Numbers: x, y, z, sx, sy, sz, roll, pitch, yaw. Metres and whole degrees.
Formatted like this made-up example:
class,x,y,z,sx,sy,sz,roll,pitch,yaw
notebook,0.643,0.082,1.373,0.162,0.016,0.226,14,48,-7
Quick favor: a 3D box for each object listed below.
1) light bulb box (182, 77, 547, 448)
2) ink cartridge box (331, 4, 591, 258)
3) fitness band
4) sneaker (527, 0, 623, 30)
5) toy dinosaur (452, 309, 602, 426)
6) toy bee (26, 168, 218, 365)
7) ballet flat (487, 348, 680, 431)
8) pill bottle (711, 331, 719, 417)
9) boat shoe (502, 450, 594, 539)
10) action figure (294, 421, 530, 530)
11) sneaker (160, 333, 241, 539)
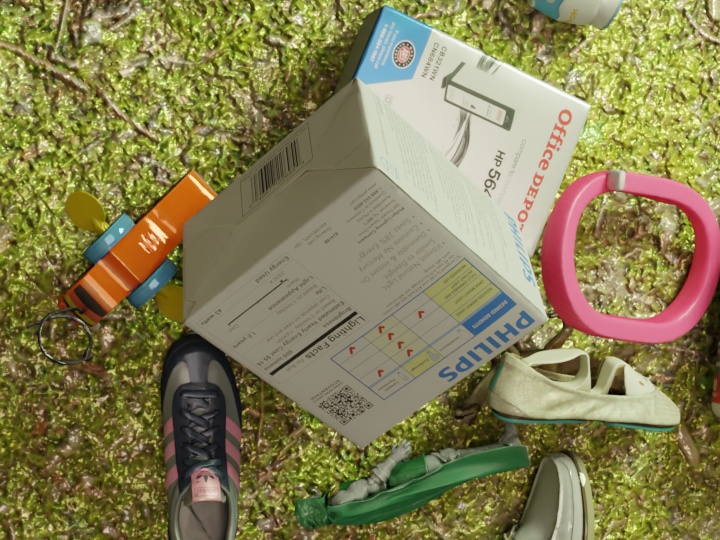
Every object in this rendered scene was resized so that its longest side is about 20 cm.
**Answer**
class,x,y,z,sx,sy,sz,roll,pitch,yaw
light bulb box,0.000,0.000,1.041,0.198,0.125,0.200,-37,125,22
ink cartridge box,0.073,-0.113,1.142,0.199,0.084,0.147,23,88,-12
fitness band,0.237,-0.010,1.169,0.199,0.037,0.145,8,91,-37
sneaker,0.196,-0.314,1.168,0.080,0.076,0.201,10,88,-10
toy dinosaur,0.155,0.079,1.190,0.199,0.058,0.102,-12,111,-24
toy bee,-0.204,-0.002,1.089,0.199,0.109,0.131,-25,89,-35
ballet flat,0.199,0.100,1.148,0.199,0.067,0.063,6,101,-30
pill bottle,0.378,0.037,1.196,0.115,0.116,0.201,7,90,-12
boat shoe,0.152,0.255,1.175,0.068,0.075,0.201,6,91,-18
action figure,0.040,0.177,1.146,0.199,0.118,0.055,-19,72,-3
sneaker,-0.126,0.154,1.108,0.070,0.082,0.201,-5,92,-11
